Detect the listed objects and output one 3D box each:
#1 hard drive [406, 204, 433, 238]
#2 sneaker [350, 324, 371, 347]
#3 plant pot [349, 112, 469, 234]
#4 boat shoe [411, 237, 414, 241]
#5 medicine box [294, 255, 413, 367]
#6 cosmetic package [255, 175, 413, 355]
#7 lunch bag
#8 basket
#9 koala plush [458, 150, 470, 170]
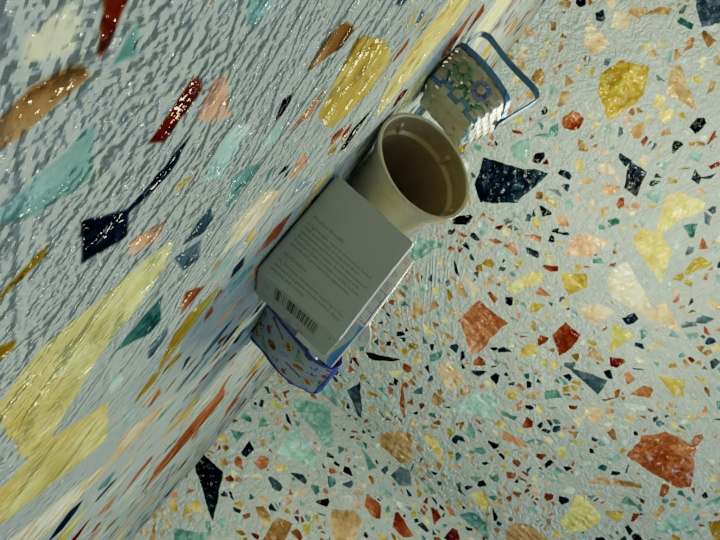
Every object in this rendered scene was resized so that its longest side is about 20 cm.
[{"bbox_3d":[0.121,-0.157,1.300,0.131,0.025,0.203,-39,-152,31],"label":"hard drive"},{"bbox_3d":[-0.004,0.056,1.464,0.130,0.077,0.205,-105,-170,-72],"label":"sneaker"},{"bbox_3d":[0.063,-0.142,1.160,0.183,0.201,0.201,-35,-169,48],"label":"plant pot"},{"bbox_3d":[0.105,-0.090,1.690,0.076,0.069,0.207,-79,177,-82],"label":"boat shoe"},{"bbox_3d":[-0.013,0.054,1.246,0.201,0.102,0.183,-49,177,-38],"label":"medicine box"},{"bbox_3d":[-0.047,-0.003,1.042,0.201,0.164,0.165,-49,178,-18],"label":"cosmetic package"},{"bbox_3d":[-0.128,0.161,1.419,0.123,0.201,0.171,-33,167,-34],"label":"lunch bag"},{"bbox_3d":[0.227,-0.345,1.234,0.199,0.177,0.140,-38,170,-22],"label":"basket"},{"bbox_3d":[0.142,-0.258,1.635,0.198,0.183,0.180,-8,132,-57],"label":"koala plush"}]
